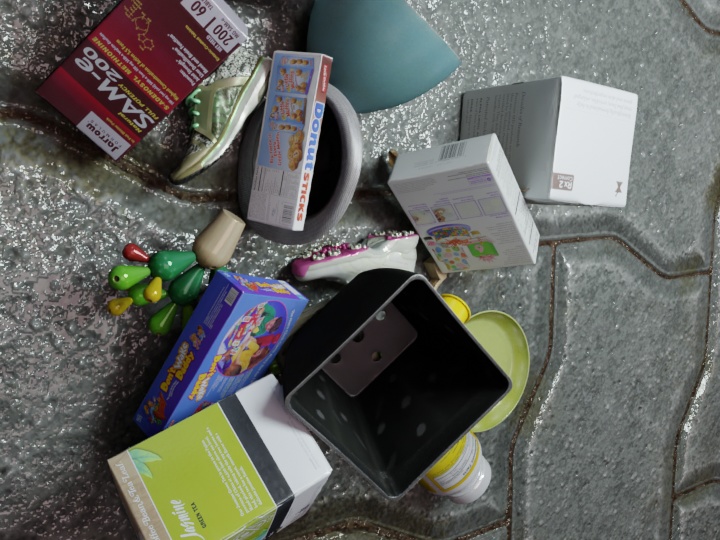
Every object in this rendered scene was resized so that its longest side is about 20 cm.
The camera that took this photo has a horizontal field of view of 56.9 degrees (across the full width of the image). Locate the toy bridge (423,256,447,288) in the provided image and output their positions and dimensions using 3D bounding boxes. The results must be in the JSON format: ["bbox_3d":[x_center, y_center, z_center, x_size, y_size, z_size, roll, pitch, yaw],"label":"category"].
[{"bbox_3d":[0.060,0.060,0.988,0.200,0.027,0.067,-38,114,-22],"label":"toy bridge"}]

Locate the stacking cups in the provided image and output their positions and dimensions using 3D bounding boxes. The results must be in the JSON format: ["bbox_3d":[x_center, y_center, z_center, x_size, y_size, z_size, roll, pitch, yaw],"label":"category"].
[{"bbox_3d":[0.091,0.122,0.967,0.200,0.060,0.061,-51,120,-33],"label":"stacking cups"}]

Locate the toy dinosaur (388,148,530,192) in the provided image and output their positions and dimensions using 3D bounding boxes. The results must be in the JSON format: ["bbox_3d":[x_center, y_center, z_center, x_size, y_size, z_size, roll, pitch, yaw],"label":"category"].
[{"bbox_3d":[0.133,-0.126,0.957,0.199,0.106,0.061,14,110,3],"label":"toy dinosaur"}]

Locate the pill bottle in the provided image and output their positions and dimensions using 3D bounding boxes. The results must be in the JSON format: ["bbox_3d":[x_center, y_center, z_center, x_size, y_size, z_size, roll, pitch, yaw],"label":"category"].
[{"bbox_3d":[0.110,0.262,0.996,0.113,0.112,0.200,-50,119,-17],"label":"pill bottle"}]

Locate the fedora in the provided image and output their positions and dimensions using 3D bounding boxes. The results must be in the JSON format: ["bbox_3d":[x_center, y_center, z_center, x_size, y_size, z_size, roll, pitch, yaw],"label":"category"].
[{"bbox_3d":[-0.061,-0.132,0.831,0.090,0.176,0.201,-3,98,-61],"label":"fedora"}]

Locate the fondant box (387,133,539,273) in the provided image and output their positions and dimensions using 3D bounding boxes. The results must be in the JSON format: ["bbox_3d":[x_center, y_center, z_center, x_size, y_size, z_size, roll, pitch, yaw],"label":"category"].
[{"bbox_3d":[0.146,-0.084,0.915,0.200,0.144,0.058,55,42,-39],"label":"fondant box"}]

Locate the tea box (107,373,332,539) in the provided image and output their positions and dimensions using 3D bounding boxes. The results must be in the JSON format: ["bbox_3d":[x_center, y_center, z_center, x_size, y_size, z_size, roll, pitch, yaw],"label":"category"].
[{"bbox_3d":[-0.160,0.249,0.755,0.196,0.200,0.134,-25,67,-25],"label":"tea box"}]

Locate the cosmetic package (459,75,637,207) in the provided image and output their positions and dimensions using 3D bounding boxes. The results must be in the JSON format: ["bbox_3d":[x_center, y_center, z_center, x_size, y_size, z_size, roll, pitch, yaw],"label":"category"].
[{"bbox_3d":[0.270,-0.182,0.985,0.164,0.200,0.166,0,96,-32],"label":"cosmetic package"}]

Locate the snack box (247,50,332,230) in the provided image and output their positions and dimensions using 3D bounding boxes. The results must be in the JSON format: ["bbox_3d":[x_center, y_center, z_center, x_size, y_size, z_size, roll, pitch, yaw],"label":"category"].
[{"bbox_3d":[-0.084,-0.151,0.775,0.024,0.072,0.201,-1,104,-58],"label":"snack box"}]

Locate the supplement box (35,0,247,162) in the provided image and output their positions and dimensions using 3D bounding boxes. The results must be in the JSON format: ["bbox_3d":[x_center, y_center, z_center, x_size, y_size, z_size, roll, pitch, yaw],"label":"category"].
[{"bbox_3d":[-0.227,-0.223,0.698,0.200,0.061,0.109,-39,119,14],"label":"supplement box"}]

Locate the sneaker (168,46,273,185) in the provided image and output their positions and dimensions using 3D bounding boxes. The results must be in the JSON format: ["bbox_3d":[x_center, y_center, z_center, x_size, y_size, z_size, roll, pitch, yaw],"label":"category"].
[{"bbox_3d":[-0.181,-0.191,0.789,0.089,0.077,0.200,35,72,-17],"label":"sneaker"}]

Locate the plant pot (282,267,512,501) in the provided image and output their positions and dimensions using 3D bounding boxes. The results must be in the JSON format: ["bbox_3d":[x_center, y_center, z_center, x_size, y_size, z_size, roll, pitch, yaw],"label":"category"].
[{"bbox_3d":[0.022,0.113,0.809,0.200,0.177,0.200,-44,114,-3],"label":"plant pot"}]

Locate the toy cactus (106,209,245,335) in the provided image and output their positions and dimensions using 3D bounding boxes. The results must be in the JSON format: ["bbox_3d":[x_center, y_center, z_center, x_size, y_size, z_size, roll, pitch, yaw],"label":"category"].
[{"bbox_3d":[-0.194,0.002,0.772,0.200,0.102,0.165,30,99,-45],"label":"toy cactus"}]

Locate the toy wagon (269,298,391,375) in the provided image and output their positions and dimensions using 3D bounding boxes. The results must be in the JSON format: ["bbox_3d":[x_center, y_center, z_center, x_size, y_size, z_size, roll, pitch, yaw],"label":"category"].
[{"bbox_3d":[-0.036,0.141,0.915,0.155,0.040,0.201,-25,112,-10],"label":"toy wagon"}]

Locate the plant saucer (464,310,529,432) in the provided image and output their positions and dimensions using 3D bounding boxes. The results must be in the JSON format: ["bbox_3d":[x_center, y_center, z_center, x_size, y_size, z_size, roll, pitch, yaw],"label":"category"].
[{"bbox_3d":[0.194,0.162,1.083,0.199,0.031,0.201,-5,99,-32],"label":"plant saucer"}]

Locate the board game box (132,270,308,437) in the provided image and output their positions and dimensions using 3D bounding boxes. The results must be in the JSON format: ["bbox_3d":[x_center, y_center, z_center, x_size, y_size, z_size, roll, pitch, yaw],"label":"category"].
[{"bbox_3d":[-0.159,0.102,0.776,0.200,0.045,0.134,-58,154,9],"label":"board game box"}]

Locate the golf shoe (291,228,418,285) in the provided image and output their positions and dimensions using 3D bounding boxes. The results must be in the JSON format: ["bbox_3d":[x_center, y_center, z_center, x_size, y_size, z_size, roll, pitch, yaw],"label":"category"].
[{"bbox_3d":[0.000,0.000,0.917,0.199,0.075,0.092,-13,106,-29],"label":"golf shoe"}]

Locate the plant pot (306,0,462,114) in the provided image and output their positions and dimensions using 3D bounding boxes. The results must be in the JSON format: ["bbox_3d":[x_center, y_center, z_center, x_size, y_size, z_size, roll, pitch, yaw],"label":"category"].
[{"bbox_3d":[0.010,-0.279,0.835,0.200,0.200,0.135,34,108,-31],"label":"plant pot"}]
